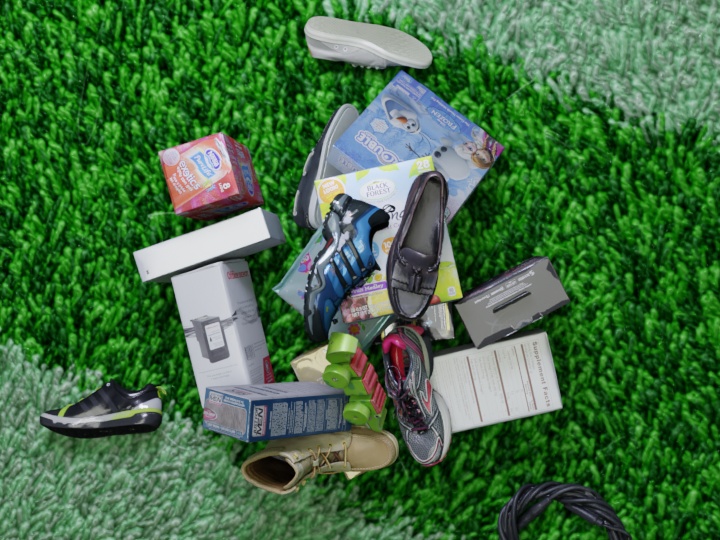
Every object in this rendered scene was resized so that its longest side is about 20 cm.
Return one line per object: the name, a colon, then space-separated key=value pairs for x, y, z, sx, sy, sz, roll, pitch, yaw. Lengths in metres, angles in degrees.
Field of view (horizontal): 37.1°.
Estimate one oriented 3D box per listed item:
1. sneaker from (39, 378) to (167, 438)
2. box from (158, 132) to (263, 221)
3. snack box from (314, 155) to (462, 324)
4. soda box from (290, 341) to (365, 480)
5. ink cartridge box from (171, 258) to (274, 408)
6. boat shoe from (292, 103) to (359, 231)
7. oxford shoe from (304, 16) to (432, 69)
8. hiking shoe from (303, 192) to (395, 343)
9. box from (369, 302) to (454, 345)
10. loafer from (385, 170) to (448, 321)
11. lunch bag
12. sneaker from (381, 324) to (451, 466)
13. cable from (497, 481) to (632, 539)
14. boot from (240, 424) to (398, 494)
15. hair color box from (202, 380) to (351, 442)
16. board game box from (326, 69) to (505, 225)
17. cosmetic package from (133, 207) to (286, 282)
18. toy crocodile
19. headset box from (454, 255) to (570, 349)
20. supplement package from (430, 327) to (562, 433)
sneaker: x=-0.399 y=0.213 z=1.679 sx=0.199 sy=0.072 sz=0.083 roll=-3 pitch=67 yaw=3
box: x=-0.216 y=-0.134 z=1.580 sx=0.099 sy=0.200 sz=0.096 roll=-17 pitch=88 yaw=4
snack box: x=0.037 y=-0.041 z=1.473 sx=0.168 sy=0.068 sz=0.201 roll=-13 pitch=85 yaw=0
soda box: x=-0.032 y=0.211 z=1.641 sx=0.067 sy=0.064 sz=0.201 roll=-26 pitch=90 yaw=5
ink cartridge box: x=-0.203 y=0.090 z=1.610 sx=0.083 sy=0.145 sz=0.201 roll=-14 pitch=90 yaw=10
boat shoe: x=-0.055 y=-0.159 z=1.634 sx=0.060 sy=0.075 sz=0.201 roll=7 pitch=74 yaw=42
oxford shoe: x=0.010 y=-0.336 z=1.634 sx=0.199 sy=0.075 sz=0.058 roll=11 pitch=131 yaw=-4
hiking shoe: x=-0.019 y=0.002 z=1.402 sx=0.086 sy=0.074 sz=0.201 roll=14 pitch=89 yaw=6
box: x=0.058 y=0.010 z=1.638 sx=0.160 sy=0.049 sz=0.201 roll=-5 pitch=90 yaw=7
loafer: x=0.076 y=-0.035 z=1.406 sx=0.071 sy=0.063 sz=0.201 roll=11 pitch=86 yaw=-1
lunch bag: x=0.000 y=0.000 z=1.561 sx=0.170 sy=0.122 sz=0.200 roll=40 pitch=101 yaw=6
sneaker: x=0.069 y=0.179 z=1.515 sx=0.080 sy=0.075 sz=0.201 roll=-16 pitch=88 yaw=27
cable: x=0.310 y=0.401 z=1.631 sx=0.199 sy=0.051 sz=0.164 roll=-5 pitch=86 yaw=7
boot: x=-0.056 y=0.269 z=1.534 sx=0.199 sy=0.155 sz=0.073 roll=2 pitch=97 yaw=16
hair color box: x=-0.113 y=0.196 z=1.508 sx=0.100 sy=0.199 sz=0.061 roll=7 pitch=92 yaw=44
board game box: x=0.084 y=-0.172 z=1.580 sx=0.200 sy=0.043 sz=0.199 roll=36 pitch=57 yaw=3
cosmetic package: x=-0.221 y=-0.035 z=1.607 sx=0.199 sy=0.151 sz=0.052 roll=-19 pitch=90 yaw=4
toy crocodile: x=-0.001 y=0.155 z=1.494 sx=0.061 sy=0.068 sz=0.201 roll=-2 pitch=135 yaw=27
headset box: x=0.215 y=0.044 z=1.551 sx=0.148 sy=0.200 sz=0.075 roll=-28 pitch=89 yaw=5
supplement package: x=0.187 y=0.164 z=1.596 sx=0.199 sy=0.117 sz=0.118 roll=-13 pitch=88 yaw=4
